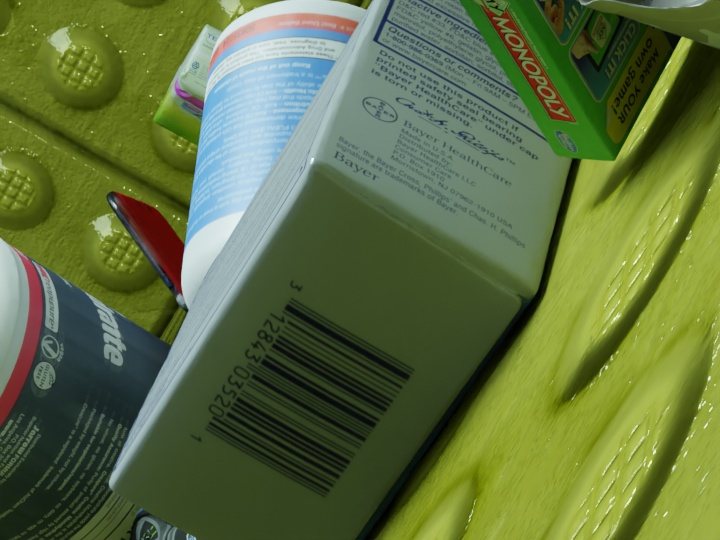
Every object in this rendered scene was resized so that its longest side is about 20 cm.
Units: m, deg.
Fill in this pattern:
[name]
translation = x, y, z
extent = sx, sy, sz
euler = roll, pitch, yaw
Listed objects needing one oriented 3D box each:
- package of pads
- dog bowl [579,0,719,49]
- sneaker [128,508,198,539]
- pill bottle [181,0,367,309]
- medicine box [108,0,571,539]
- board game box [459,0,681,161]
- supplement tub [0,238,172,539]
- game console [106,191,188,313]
[package of pads]
translation = -0.094, -0.142, 2.563
extent = 0.068, 0.154, 0.200
euler = -64, 7, -11
[dog bowl]
translation = 0.145, -0.157, 0.917
extent = 0.200, 0.059, 0.200
euler = -60, 6, 10
[sneaker]
translation = -0.080, 0.150, 1.312
extent = 0.083, 0.071, 0.200
euler = -59, 6, -15
[pill bottle]
translation = -0.029, -0.024, 1.403
extent = 0.112, 0.112, 0.200
euler = 127, 155, -51
[medicine box]
translation = 0.000, 0.000, 1.190
extent = 0.182, 0.103, 0.200
euler = -57, 6, 31
[board game box]
translation = 0.096, -0.158, 1.028
extent = 0.029, 0.135, 0.200
euler = 7, 57, 39
[supplement tub]
translation = -0.158, 0.079, 1.423
extent = 0.140, 0.200, 0.141
euler = -27, 46, 32
[game console]
translation = -0.114, 0.059, 1.649
extent = 0.200, 0.119, 0.173
euler = 24, -91, -86
